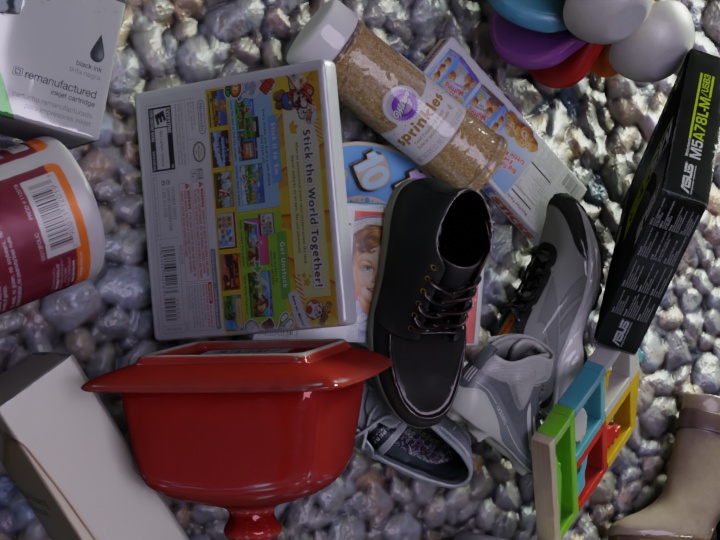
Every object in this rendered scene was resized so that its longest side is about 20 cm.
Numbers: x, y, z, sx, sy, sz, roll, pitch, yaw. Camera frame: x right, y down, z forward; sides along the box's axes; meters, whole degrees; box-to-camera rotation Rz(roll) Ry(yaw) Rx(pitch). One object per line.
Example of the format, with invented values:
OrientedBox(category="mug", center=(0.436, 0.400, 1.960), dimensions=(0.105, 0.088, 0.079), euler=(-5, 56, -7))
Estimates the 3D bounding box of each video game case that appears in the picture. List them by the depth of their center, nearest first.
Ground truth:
OrientedBox(category="video game case", center=(-0.092, -0.051, 1.237), dimensions=(0.023, 0.181, 0.202), euler=(-1, 86, -60))

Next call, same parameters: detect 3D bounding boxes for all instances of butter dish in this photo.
OrientedBox(category="butter dish", center=(-0.084, 0.130, 1.186), dimensions=(0.198, 0.199, 0.149), euler=(-2, 93, 14))

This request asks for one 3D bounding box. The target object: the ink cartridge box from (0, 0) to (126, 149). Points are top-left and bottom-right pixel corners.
OrientedBox(category="ink cartridge box", center=(-0.257, -0.208, 1.197), dimensions=(0.145, 0.084, 0.202), euler=(14, 81, -29))

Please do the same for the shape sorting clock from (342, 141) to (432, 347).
OrientedBox(category="shape sorting clock", center=(0.001, -0.010, 1.363), dimensions=(0.199, 0.039, 0.202), euler=(1, 87, -29))

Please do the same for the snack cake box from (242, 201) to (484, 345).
OrientedBox(category="snack cake box", center=(0.000, 0.000, 1.306), dimensions=(0.199, 0.067, 0.116), euler=(3, 93, -19))

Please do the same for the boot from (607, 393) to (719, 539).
OrientedBox(category="boot", center=(0.321, 0.192, 1.528), dimensions=(0.199, 0.070, 0.147), euler=(7, 79, -30))

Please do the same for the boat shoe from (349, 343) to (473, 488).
OrientedBox(category="boat shoe", center=(0.020, 0.124, 1.339), dimensions=(0.200, 0.072, 0.070), euler=(31, 109, -27))

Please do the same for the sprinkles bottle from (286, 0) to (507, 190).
OrientedBox(category="sprinkles bottle", center=(0.032, -0.145, 1.355), dimensions=(0.200, 0.068, 0.068), euler=(37, 71, -16))

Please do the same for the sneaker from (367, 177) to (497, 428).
OrientedBox(category="sneaker", center=(0.056, 0.030, 1.236), dimensions=(0.074, 0.106, 0.202), euler=(-3, 96, -19))

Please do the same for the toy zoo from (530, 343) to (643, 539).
OrientedBox(category="toy zoo", center=(0.210, 0.136, 1.431), dimensions=(0.200, 0.020, 0.132), euler=(-47, 142, -39))

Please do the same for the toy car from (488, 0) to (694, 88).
OrientedBox(category="toy car", center=(0.186, -0.237, 1.415), dimensions=(0.150, 0.176, 0.200), euler=(-41, 145, 17))

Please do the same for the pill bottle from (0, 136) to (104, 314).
OrientedBox(category="pill bottle", center=(-0.297, -0.015, 1.152), dimensions=(0.199, 0.114, 0.115), euler=(-23, 99, -27))

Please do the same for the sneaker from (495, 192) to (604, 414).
OrientedBox(category="sneaker", center=(0.165, 0.030, 1.425), dimensions=(0.079, 0.074, 0.202), euler=(6, 96, -20))

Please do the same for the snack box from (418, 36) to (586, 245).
OrientedBox(category="snack box", center=(0.122, -0.115, 1.442), dimensions=(0.200, 0.024, 0.072), euler=(46, 70, -20))

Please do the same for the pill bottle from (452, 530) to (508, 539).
OrientedBox(category="pill bottle", center=(0.114, 0.334, 1.374), dimensions=(0.111, 0.112, 0.201), euler=(18, 80, -28))

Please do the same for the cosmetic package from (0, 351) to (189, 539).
OrientedBox(category="cosmetic package", center=(-0.209, 0.163, 1.203), dimensions=(0.073, 0.103, 0.201), euler=(-37, 105, -24))

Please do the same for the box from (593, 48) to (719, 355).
OrientedBox(category="box", center=(0.265, -0.060, 1.394), dimensions=(0.047, 0.201, 0.194), euler=(19, 49, 4))

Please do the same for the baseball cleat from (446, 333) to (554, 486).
OrientedBox(category="baseball cleat", center=(0.142, 0.119, 1.373), dimensions=(0.107, 0.070, 0.200), euler=(-50, 148, 1))
